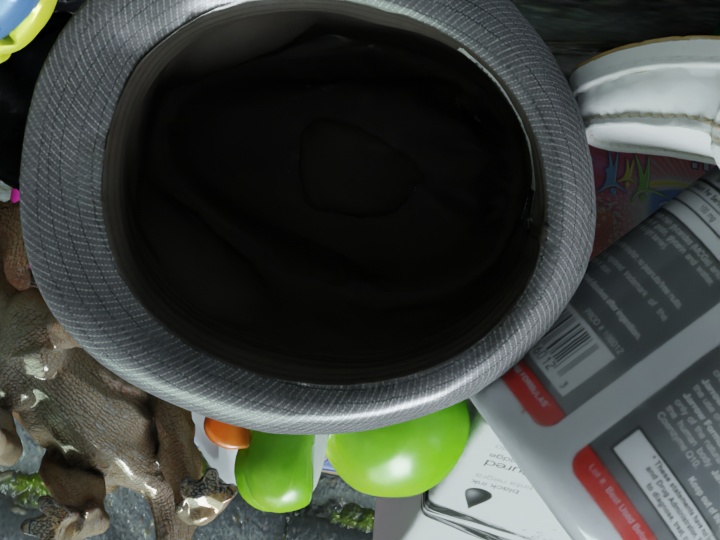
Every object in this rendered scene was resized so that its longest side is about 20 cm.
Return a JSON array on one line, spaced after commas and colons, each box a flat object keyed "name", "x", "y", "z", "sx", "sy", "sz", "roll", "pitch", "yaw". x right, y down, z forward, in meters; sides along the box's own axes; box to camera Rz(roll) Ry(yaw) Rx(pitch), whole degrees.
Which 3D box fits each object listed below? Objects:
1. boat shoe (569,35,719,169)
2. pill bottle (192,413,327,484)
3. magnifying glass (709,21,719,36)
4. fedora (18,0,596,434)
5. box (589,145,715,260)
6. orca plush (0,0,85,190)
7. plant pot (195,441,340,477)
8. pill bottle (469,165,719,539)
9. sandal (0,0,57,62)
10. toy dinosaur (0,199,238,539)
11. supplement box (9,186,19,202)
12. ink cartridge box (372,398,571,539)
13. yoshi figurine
[{"name": "boat shoe", "x": 0.153, "y": -0.037, "z": 0.815, "sx": 0.199, "sy": 0.070, "sz": 0.071, "roll": 5, "pitch": 174, "yaw": 38}, {"name": "pill bottle", "x": 0.002, "y": 0.029, "z": 1.274, "sx": 0.199, "sy": 0.113, "sz": 0.112, "roll": -23, "pitch": -176, "yaw": -15}, {"name": "magnifying glass", "x": 0.142, "y": -0.076, "z": 0.886, "sx": 0.079, "sy": 0.023, "sz": 0.200, "roll": 12, "pitch": 175, "yaw": -24}, {"name": "fedora", "x": -0.016, "y": -0.035, "z": 0.878, "sx": 0.198, "sy": 0.178, "sz": 0.090, "roll": 3, "pitch": -170, "yaw": 1}, {"name": "box", "x": 0.139, "y": -0.007, "z": 1.081, "sx": 0.199, "sy": 0.095, "sz": 0.103, "roll": 11, "pitch": 151, "yaw": -9}, {"name": "orca plush", "x": -0.108, "y": -0.086, "z": 0.984, "sx": 0.199, "sy": 0.106, "sz": 0.071, "roll": 16, "pitch": 141, "yaw": -29}, {"name": "plant pot", "x": -0.064, "y": 0.018, "z": 1.408, "sx": 0.199, "sy": 0.181, "sz": 0.200, "roll": 12, "pitch": 174, "yaw": -19}, {"name": "pill bottle", "x": 0.145, "y": 0.022, "z": 0.899, "sx": 0.116, "sy": 0.200, "sz": 0.116, "roll": 54, "pitch": 180, "yaw": 0}, {"name": "sandal", "x": -0.179, "y": -0.112, "z": 0.807, "sx": 0.199, "sy": 0.080, "sz": 0.087, "roll": 4, "pitch": 169, "yaw": 35}, {"name": "toy dinosaur", "x": -0.107, "y": 0.044, "z": 0.953, "sx": 0.086, "sy": 0.201, "sz": 0.136, "roll": -34, "pitch": -167, "yaw": 3}, {"name": "supplement box", "x": -0.105, "y": -0.025, "z": 1.124, "sx": 0.103, "sy": 0.102, "sz": 0.200, "roll": 10, "pitch": -166, "yaw": -6}, {"name": "ink cartridge box", "x": 0.097, "y": 0.084, "z": 1.067, "sx": 0.145, "sy": 0.085, "sz": 0.200, "roll": 11, "pitch": 150, "yaw": -8}, {"name": "yoshi figurine", "x": 0.011, "y": 0.004, "z": 0.972, "sx": 0.111, "sy": 0.201, "sz": 0.112, "roll": 13, "pitch": 173, "yaw": 23}]
